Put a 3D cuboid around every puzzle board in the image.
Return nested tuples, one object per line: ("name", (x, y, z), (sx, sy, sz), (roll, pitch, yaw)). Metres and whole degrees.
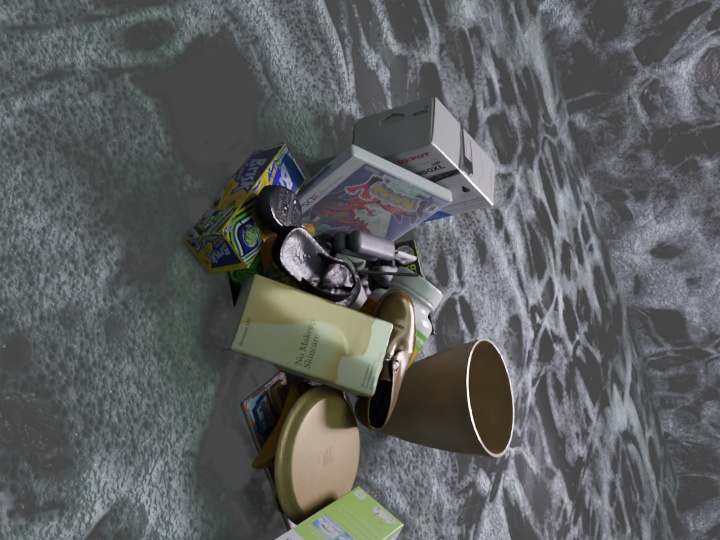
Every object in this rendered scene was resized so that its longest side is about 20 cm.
("puzzle board", (-0.089, 0.242, 1.050), (0.151, 0.017, 0.201), (-35, 111, -57))

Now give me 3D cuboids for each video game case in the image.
("video game case", (0.005, -0.097, 1.102), (0.199, 0.182, 0.023), (18, 52, -38))

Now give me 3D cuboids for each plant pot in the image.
("plant pot", (0.128, 0.219, 1.238), (0.187, 0.199, 0.188), (26, 58, -52))

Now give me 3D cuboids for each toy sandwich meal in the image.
("toy sandwich meal", (-0.070, 0.242, 1.008), (0.205, 0.070, 0.207), (1, 89, -58))

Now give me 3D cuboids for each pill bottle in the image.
("pill bottle", (0.038, 0.099, 1.130), (0.200, 0.111, 0.111), (-56, 137, -5))

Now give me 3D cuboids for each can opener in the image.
("can opener", (0.026, -0.014, 1.131), (0.200, 0.053, 0.067), (12, 77, -61))

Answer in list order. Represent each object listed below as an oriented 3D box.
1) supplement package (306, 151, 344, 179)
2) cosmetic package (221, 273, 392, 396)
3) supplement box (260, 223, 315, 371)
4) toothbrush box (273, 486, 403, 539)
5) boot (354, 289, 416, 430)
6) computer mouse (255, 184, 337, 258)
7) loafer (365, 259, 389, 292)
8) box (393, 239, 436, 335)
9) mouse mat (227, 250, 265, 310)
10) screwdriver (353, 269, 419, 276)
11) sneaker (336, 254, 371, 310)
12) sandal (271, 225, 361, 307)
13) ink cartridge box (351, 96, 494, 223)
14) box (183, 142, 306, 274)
("supplement package", (0.023, -0.152, 1.266), (0.200, 0.119, 0.122), (-29, 104, -58))
("cosmetic package", (-0.069, 0.087, 0.970), (0.199, 0.071, 0.106), (20, 76, -18))
("supplement box", (-0.091, 0.037, 1.054), (0.069, 0.066, 0.201), (-1, 79, -55))
("toothbrush box", (-0.051, 0.381, 0.930), (0.200, 0.086, 0.146), (-12, 131, -60))
("boot", (0.041, 0.125, 1.037), (0.075, 0.073, 0.201), (147, -45, -84))
("computer mouse", (-0.086, -0.058, 1.003), (0.200, 0.034, 0.059), (43, 51, -56))
("loafer", (0.042, 0.037, 1.289), (0.072, 0.063, 0.201), (-29, 105, -59))
("box", (0.097, 0.038, 1.316), (0.200, 0.044, 0.161), (34, 44, -82))
("mouse mat", (-0.131, -0.022, 1.080), (0.200, 0.007, 0.162), (-9, 88, -58))
("screwdriver", (0.000, 0.000, 1.089), (0.029, 0.199, 0.028), (-52, 133, -48))
("sneaker", (-0.006, 0.065, 1.203), (0.081, 0.075, 0.201), (-39, 105, -48))
("sandal", (-0.047, 0.009, 0.999), (0.200, 0.048, 0.076), (38, 73, -54))
("ink cartridge box", (0.098, -0.162, 1.136), (0.200, 0.144, 0.085), (34, 53, -47))
("box", (-0.149, -0.086, 0.997), (0.064, 0.070, 0.200), (59, 38, -31))
